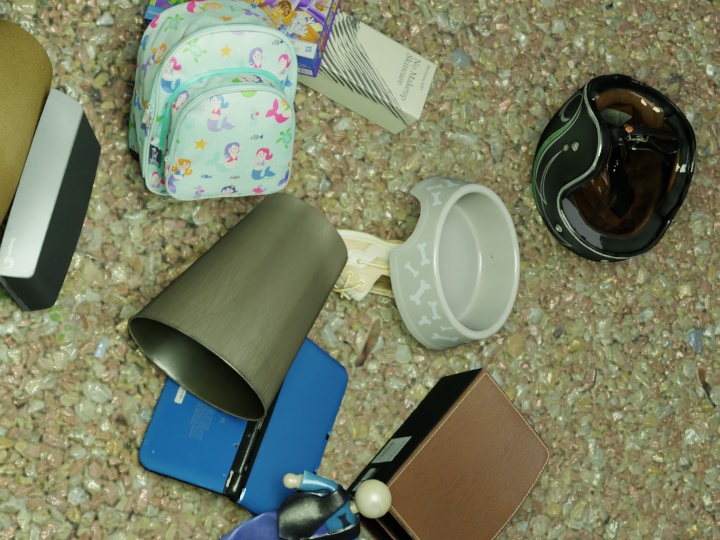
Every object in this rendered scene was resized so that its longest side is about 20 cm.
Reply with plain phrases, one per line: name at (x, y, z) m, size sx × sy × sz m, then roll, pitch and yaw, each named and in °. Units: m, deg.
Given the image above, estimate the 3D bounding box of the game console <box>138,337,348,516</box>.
game console at (-0.124, 0.159, 1.619) m, size 0.168 × 0.119 × 0.202 m, roll 16°, pitch 68°, yaw 11°

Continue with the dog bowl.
dog bowl at (0.115, -0.009, 1.706) m, size 0.199 × 0.058 × 0.203 m, roll 4°, pitch 85°, yaw -51°

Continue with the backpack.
backpack at (-0.150, -0.177, 1.560) m, size 0.175 × 0.151 × 0.202 m, roll -5°, pitch 121°, yaw -24°

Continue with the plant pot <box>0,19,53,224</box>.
plant pot at (-0.397, -0.153, 1.483) m, size 0.186 × 0.186 × 0.201 m, roll 38°, pitch 50°, yaw -14°

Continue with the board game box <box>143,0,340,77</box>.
board game box at (-0.125, -0.306, 1.656) m, size 0.197 × 0.045 × 0.136 m, roll 14°, pitch 70°, yaw 9°

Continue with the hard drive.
hard drive at (-0.314, -0.068, 1.510) m, size 0.042 × 0.135 × 0.203 m, roll 11°, pitch 72°, yaw 5°

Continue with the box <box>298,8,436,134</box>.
box at (-0.016, -0.244, 1.733) m, size 0.198 × 0.068 × 0.083 m, roll 25°, pitch 69°, yaw -18°

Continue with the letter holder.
letter holder at (0.101, 0.233, 1.667) m, size 0.142 × 0.100 × 0.200 m, roll 49°, pitch 63°, yaw -11°

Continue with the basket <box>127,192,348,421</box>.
basket at (-0.113, 0.028, 1.541) m, size 0.179 × 0.137 × 0.201 m, roll 24°, pitch 61°, yaw 25°

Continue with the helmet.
helmet at (0.297, -0.115, 1.790) m, size 0.197 × 0.192 × 0.201 m, roll 14°, pitch 40°, yaw -12°

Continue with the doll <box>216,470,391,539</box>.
doll at (-0.057, 0.276, 1.556) m, size 0.198 × 0.049 × 0.138 m, roll -28°, pitch 112°, yaw 2°

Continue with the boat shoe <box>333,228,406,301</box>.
boat shoe at (0.000, 0.000, 1.683) m, size 0.197 × 0.074 × 0.070 m, roll 7°, pitch 70°, yaw -25°
